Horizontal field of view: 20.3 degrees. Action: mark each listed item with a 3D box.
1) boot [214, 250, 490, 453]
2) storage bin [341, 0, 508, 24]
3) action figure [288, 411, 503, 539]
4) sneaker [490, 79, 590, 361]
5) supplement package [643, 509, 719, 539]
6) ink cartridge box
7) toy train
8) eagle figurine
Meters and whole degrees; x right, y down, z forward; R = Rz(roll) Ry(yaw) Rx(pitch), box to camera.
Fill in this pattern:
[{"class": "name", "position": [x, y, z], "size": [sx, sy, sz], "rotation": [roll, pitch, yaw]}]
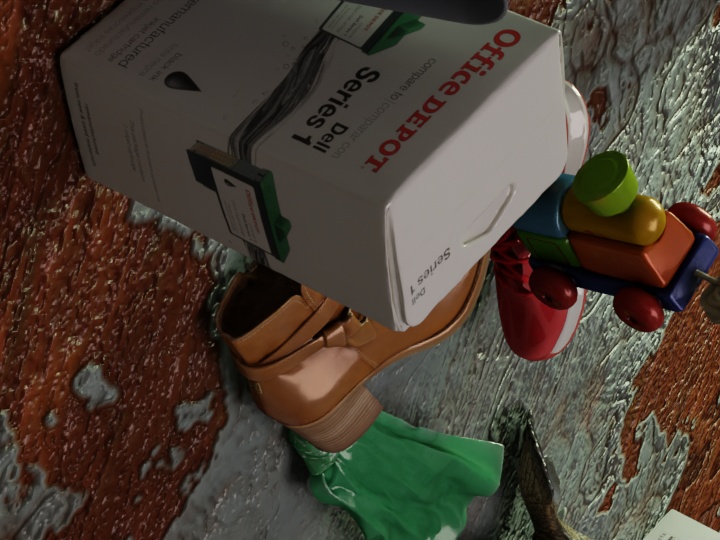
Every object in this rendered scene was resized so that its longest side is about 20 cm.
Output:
[{"class": "boot", "position": [0.000, 0.000, 1.186], "size": [0.201, 0.073, 0.155], "rotation": [-59, 146, -16]}, {"class": "storage bin", "position": [-0.014, -0.216, 0.893], "size": [0.135, 0.198, 0.146], "rotation": [-67, 153, -19]}, {"class": "action figure", "position": [0.013, 0.134, 1.323], "size": [0.119, 0.054, 0.200], "rotation": [-61, 144, -5]}, {"class": "sneaker", "position": [0.089, -0.023, 1.330], "size": [0.115, 0.078, 0.202], "rotation": [-20, 117, -41]}, {"class": "supplement package", "position": [0.340, 0.331, 1.857], "size": [0.109, 0.199, 0.115], "rotation": [-38, 142, -38]}, {"class": "ink cartridge box", "position": [-0.019, -0.078, 0.960], "size": [0.146, 0.199, 0.085], "rotation": [-46, 146, -32]}, {"class": "toy train", "position": [0.170, -0.026, 1.213], "size": [0.085, 0.199, 0.116], "rotation": [-55, 132, -19]}, {"class": "eagle figurine", "position": [0.143, 0.213, 1.556], "size": [0.199, 0.151, 0.153], "rotation": [32, 38, -32]}]
